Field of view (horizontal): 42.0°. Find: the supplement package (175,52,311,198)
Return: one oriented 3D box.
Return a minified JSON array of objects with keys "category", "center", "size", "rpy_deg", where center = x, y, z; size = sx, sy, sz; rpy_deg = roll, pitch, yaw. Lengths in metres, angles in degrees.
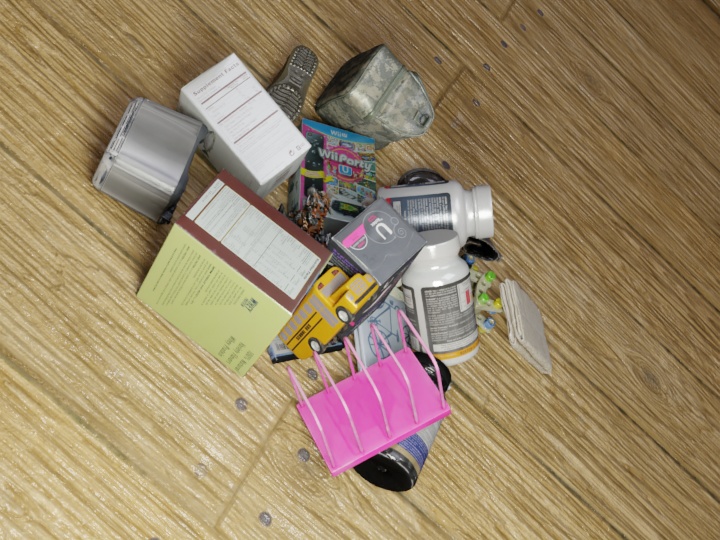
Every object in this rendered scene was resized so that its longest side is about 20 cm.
[{"category":"supplement package","center":[-0.195,-0.227,1.539],"size":[0.117,0.117,0.201],"rpy_deg":[-40,89,-22]}]

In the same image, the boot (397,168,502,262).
[{"category":"boot","center":[0.170,-0.100,1.749],"size":[0.198,0.070,0.175],"rpy_deg":[21,29,-28]}]

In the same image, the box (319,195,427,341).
[{"category":"box","center":[0.000,0.000,1.458],"size":[0.106,0.200,0.122],"rpy_deg":[44,56,7]}]

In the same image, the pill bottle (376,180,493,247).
[{"category":"pill bottle","center":[0.130,-0.094,1.637],"size":[0.196,0.120,0.121],"rpy_deg":[-5,57,6]}]

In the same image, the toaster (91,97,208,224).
[{"category":"toaster","center":[-0.323,-0.165,1.429],"size":[0.128,0.114,0.202],"rpy_deg":[26,52,-16]}]

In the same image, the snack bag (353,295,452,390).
[{"category":"snack bag","center":[0.065,0.105,1.595],"size":[0.198,0.021,0.192],"rpy_deg":[13,56,-37]}]

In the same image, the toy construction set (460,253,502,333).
[{"category":"toy construction set","center":[0.171,0.021,1.706],"size":[0.199,0.092,0.133],"rpy_deg":[31,46,-32]}]

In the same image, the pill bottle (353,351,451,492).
[{"category":"pill bottle","center":[0.069,0.230,1.458],"size":[0.111,0.112,0.201],"rpy_deg":[37,53,-11]}]

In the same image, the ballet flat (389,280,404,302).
[{"category":"ballet flat","center":[0.084,0.022,1.602],"size":[0.199,0.062,0.068],"rpy_deg":[37,45,-20]}]

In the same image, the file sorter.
[{"category":"file sorter","center":[0.008,0.169,1.364],"size":[0.198,0.127,0.139],"rpy_deg":[-26,46,-11]}]

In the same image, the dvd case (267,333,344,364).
[{"category":"dvd case","center":[-0.115,0.046,1.515],"size":[0.141,0.018,0.203],"rpy_deg":[-6,66,-40]}]

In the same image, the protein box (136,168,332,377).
[{"category":"protein box","center":[-0.182,0.007,1.349],"size":[0.199,0.199,0.136],"rpy_deg":[37,48,-4]}]

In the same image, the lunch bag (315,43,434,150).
[{"category":"lunch bag","center":[0.031,-0.301,1.722],"size":[0.167,0.199,0.140],"rpy_deg":[42,74,-19]}]

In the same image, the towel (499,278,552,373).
[{"category":"towel","center":[0.304,0.105,1.734],"size":[0.200,0.034,0.135],"rpy_deg":[40,37,-54]}]

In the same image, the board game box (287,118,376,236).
[{"category":"board game box","center":[-0.049,-0.155,1.648],"size":[0.145,0.064,0.203],"rpy_deg":[13,54,-20]}]

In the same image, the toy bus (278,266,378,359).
[{"category":"toy bus","center":[-0.050,0.061,1.395],"size":[0.078,0.200,0.065],"rpy_deg":[46,52,4]}]

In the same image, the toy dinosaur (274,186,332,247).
[{"category":"toy dinosaur","center":[-0.104,-0.043,1.497],"size":[0.135,0.101,0.203],"rpy_deg":[30,48,-35]}]

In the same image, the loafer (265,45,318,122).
[{"category":"loafer","center":[-0.136,-0.315,1.700],"size":[0.075,0.067,0.202],"rpy_deg":[33,63,-10]}]

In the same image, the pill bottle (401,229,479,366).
[{"category":"pill bottle","center":[0.126,0.044,1.523],"size":[0.116,0.115,0.204],"rpy_deg":[-26,113,-44]}]
